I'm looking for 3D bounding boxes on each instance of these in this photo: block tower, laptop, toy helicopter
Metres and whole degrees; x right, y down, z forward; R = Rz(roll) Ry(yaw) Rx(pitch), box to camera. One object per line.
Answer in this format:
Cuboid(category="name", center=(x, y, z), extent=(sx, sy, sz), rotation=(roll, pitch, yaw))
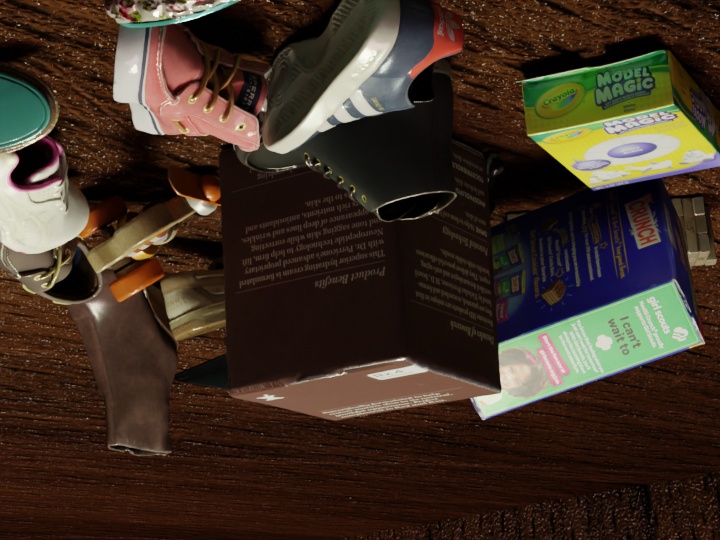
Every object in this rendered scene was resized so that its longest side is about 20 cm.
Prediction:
Cuboid(category="block tower", center=(0.225, -0.028, 1.782), extent=(0.198, 0.055, 0.058), rotation=(-5, 166, 3))
Cuboid(category="laptop", center=(-0.061, 0.055, 1.938), extent=(0.103, 0.201, 0.177), rotation=(47, 144, -16))
Cuboid(category="toy helicopter", center=(-0.161, -0.038, 1.563), extent=(0.131, 0.079, 0.200), rotation=(-30, -177, -3))

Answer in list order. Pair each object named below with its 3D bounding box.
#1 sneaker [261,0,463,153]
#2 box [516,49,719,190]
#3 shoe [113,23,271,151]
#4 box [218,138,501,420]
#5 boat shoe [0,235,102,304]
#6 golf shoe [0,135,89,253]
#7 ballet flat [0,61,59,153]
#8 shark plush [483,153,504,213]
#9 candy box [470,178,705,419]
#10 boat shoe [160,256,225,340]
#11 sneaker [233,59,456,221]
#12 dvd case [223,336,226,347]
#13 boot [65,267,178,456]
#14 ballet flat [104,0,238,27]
Cuboid(category="sneaker", center=(0.001, -0.126, 1.302), extent=(0.084, 0.076, 0.200), rotation=(8, 161, -26))
Cuboid(category="box", center=(0.199, -0.114, 1.465), extent=(0.116, 0.049, 0.200), rotation=(-11, 162, 22))
Cuboid(category="shoe", center=(-0.105, -0.127, 1.255), extent=(0.090, 0.072, 0.200), rotation=(9, 171, 1))
Cuboid(category="box", center=(0.000, 0.000, 1.536), extent=(0.165, 0.202, 0.164), rotation=(-11, 164, 29))
Cuboid(category="boat shoe", center=(-0.265, -0.014, 1.629), extent=(0.059, 0.072, 0.200), rotation=(39, 175, 12))
Cuboid(category="golf shoe", center=(-0.251, -0.063, 1.482), extent=(0.091, 0.076, 0.200), rotation=(-16, 165, 21))
Cuboid(category="ballet flat", center=(-0.301, -0.112, 1.332), extent=(0.198, 0.071, 0.065), rotation=(-2, -167, 3))
Cuboid(category="shark plush", center=(0.053, -0.043, 1.663), extent=(0.083, 0.091, 0.200), rotation=(35, 156, -18))
Cuboid(category="candy box", center=(0.176, 0.016, 1.629), extent=(0.198, 0.170, 0.077), rotation=(-22, 123, 17))
Cuboid(category="boat shoe", center=(-0.113, 0.014, 1.833), extent=(0.071, 0.065, 0.199), rotation=(-25, 175, 31))
Cuboid(category="sneaker", center=(-0.017, -0.080, 1.411), extent=(0.199, 0.107, 0.074), rotation=(-17, 161, 40))
Cuboid(category="dvd case", center=(-0.043, 0.031, 1.865), extent=(0.148, 0.016, 0.200), rotation=(-23, 177, -19))
Cuboid(category="boot", center=(-0.231, 0.083, 1.846), extent=(0.072, 0.168, 0.200), rotation=(-11, 161, 24))
Cuboid(category="ballet flat", center=(-0.057, -0.190, 1.095), extent=(0.198, 0.076, 0.064), rotation=(-11, 134, 9))
